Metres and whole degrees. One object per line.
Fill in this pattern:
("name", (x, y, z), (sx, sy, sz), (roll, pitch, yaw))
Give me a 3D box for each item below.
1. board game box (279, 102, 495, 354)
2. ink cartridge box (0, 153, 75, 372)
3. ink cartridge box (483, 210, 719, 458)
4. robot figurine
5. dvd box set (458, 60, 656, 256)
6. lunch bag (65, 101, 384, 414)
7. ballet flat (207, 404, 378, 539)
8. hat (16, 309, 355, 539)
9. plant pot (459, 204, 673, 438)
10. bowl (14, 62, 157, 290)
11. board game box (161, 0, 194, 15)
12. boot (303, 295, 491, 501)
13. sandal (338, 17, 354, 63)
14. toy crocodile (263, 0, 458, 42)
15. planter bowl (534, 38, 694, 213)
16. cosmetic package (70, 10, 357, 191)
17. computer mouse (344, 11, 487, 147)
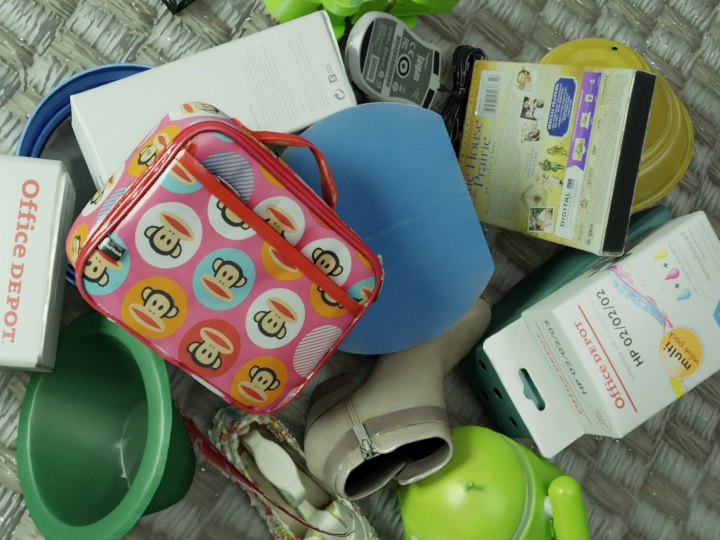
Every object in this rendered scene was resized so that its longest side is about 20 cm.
("board game box", (0.010, -0.033, 0.762), (0.156, 0.039, 0.202), (-24, 112, -1))
("ink cartridge box", (-0.311, -0.009, 0.686), (0.196, 0.084, 0.147), (6, 81, -8))
("ink cartridge box", (0.212, 0.054, 0.779), (0.198, 0.068, 0.116), (-31, 91, -14))
("robot figurine", (0.111, 0.199, 0.801), (0.199, 0.174, 0.117), (34, 59, -43))
("dvd box set", (0.158, -0.103, 0.835), (0.029, 0.199, 0.149), (3, 99, -33))
("lunch bag", (-0.083, -0.014, 0.677), (0.177, 0.082, 0.200), (-49, 122, 1))
("ballet flat", (-0.049, 0.190, 0.787), (0.200, 0.064, 0.076), (47, 72, -8))
("hat", (-0.145, 0.143, 0.758), (0.175, 0.165, 0.202), (22, 39, -52))
("plant pot", (0.198, 0.060, 0.876), (0.198, 0.141, 0.143), (-29, 91, -20))
("bowl", (-0.183, -0.068, 0.799), (0.197, 0.039, 0.204), (5, 77, -21))
("board game box", (-0.180, -0.347, 0.864), (0.135, 0.028, 0.201), (-42, 96, -23))
("boot", (0.043, 0.104, 0.779), (0.198, 0.146, 0.071), (-33, 116, -2))
("sandal", (-0.044, -0.178, 0.868), (0.081, 0.054, 0.200), (48, 61, -2))
("toy crocodile", (0.008, -0.242, 0.842), (0.197, 0.067, 0.063), (-14, 76, -25))
("planter bowl", (0.213, -0.153, 0.899), (0.197, 0.084, 0.203), (-4, 56, 6))
("cosmetic package", (-0.115, -0.118, 0.739), (0.197, 0.113, 0.082), (-22, 94, -18))
("computer mouse", (0.042, -0.176, 0.867), (0.199, 0.043, 0.112), (15, 89, -51))
